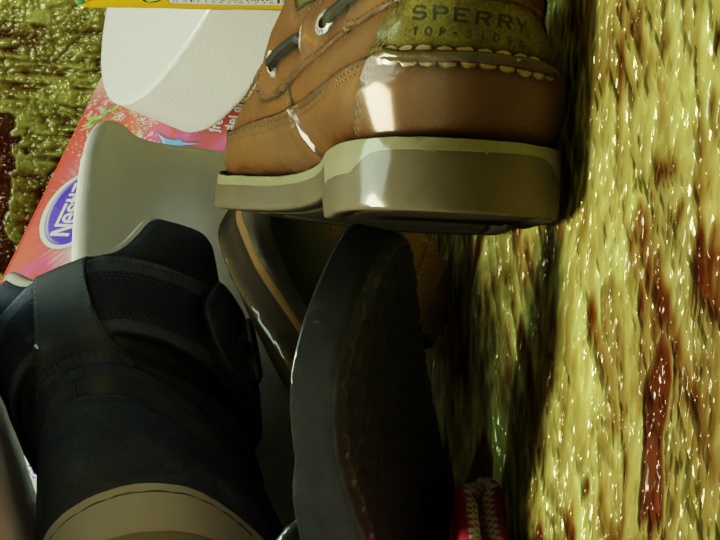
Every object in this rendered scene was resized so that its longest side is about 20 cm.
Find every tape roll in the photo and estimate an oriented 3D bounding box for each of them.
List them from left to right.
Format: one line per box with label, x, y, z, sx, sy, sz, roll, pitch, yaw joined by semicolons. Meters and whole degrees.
tape roll;-0.052;-0.157;1.222;0.203;0.037;0.203;-51;26;38

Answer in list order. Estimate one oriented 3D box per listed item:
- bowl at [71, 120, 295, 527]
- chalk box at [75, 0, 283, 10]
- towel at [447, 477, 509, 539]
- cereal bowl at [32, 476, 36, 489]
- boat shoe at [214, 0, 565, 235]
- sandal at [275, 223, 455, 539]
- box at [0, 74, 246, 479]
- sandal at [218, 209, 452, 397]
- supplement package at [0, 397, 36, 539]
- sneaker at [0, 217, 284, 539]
bowl;-0.038;0.045;0.979;0.201;0.090;0.202;-4;-90;-86
chalk box;-0.042;-0.208;1.060;0.124;0.124;0.201;112;159;-76
towel;0.023;0.169;0.691;0.145;0.022;0.201;-96;11;-71
cereal bowl;-0.093;0.176;1.126;0.201;0.083;0.200;60;-178;-3
boat shoe;0.010;-0.045;0.722;0.200;0.072;0.068;180;93;-74
sandal;-0.006;0.068;0.729;0.075;0.045;0.201;-66;-23;-44
box;-0.090;0.011;1.258;0.100;0.095;0.200;78;-157;-44
sandal;0.000;0.000;0.859;0.082;0.054;0.200;60;-168;-20
supplement package;-0.141;0.098;0.799;0.200;0.110;0.156;-174;66;-87
sneaker;-0.045;0.075;0.854;0.203;0.077;0.147;63;-174;-49
